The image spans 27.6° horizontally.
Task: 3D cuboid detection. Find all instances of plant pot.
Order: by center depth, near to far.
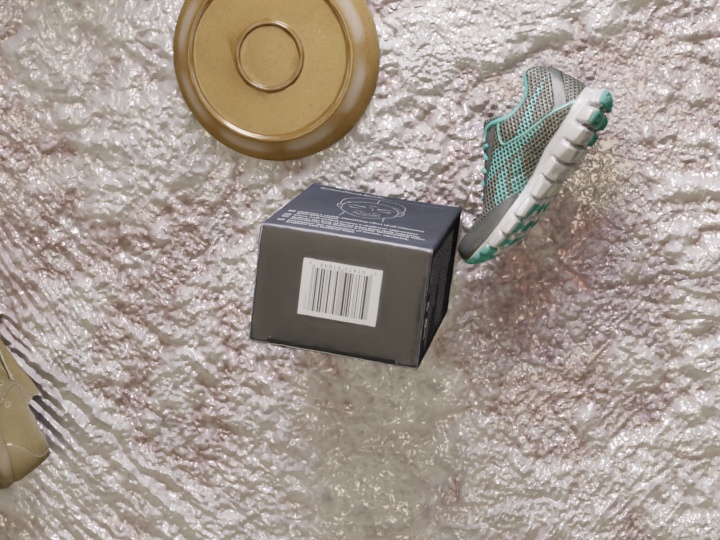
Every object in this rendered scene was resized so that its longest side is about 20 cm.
[{"bbox_3d":[-0.082,-0.200,1.363,0.199,0.027,0.201,2,102,10],"label":"plant pot"}]

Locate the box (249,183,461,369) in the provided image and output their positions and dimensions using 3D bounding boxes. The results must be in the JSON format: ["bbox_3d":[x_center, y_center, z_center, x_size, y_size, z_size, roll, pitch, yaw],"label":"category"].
[{"bbox_3d":[0.000,0.000,1.301,0.148,0.200,0.107,9,105,9],"label":"box"}]

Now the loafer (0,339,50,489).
[{"bbox_3d":[-0.363,0.115,1.465,0.076,0.067,0.201,-18,86,56],"label":"loafer"}]

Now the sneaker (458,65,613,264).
[{"bbox_3d":[0.141,-0.098,1.331,0.091,0.078,0.200,39,103,17],"label":"sneaker"}]
